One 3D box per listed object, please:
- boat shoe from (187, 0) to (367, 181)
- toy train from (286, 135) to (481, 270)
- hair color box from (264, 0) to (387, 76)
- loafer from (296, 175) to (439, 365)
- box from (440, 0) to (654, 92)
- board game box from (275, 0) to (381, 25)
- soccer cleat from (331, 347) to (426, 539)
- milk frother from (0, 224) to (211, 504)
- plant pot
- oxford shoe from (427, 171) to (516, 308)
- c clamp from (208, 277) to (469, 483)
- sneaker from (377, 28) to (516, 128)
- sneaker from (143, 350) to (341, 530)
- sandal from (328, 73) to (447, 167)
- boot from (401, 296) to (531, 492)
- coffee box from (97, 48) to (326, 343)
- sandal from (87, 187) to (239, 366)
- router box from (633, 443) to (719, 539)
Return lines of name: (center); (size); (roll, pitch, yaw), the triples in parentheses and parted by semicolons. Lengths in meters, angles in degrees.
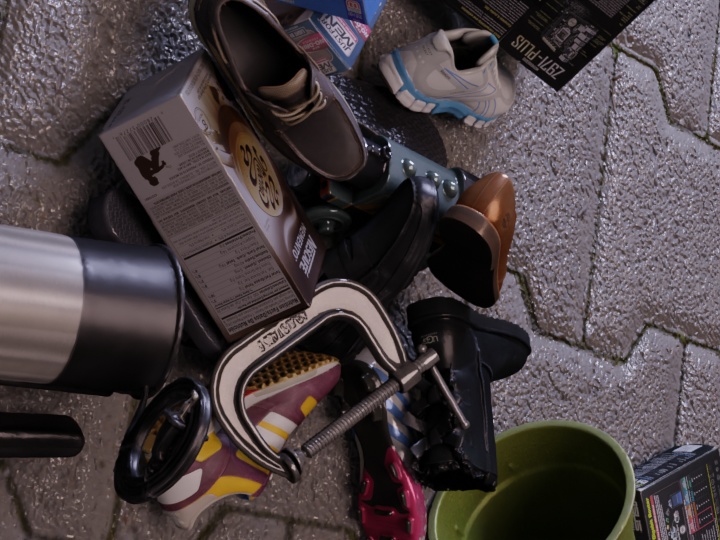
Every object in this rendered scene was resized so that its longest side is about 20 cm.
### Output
boat shoe: (-0.065, -0.143, 1.233); (0.074, 0.073, 0.200); (-40, 112, 5)
toy train: (0.031, -0.063, 1.379); (0.200, 0.114, 0.086); (25, 55, -40)
hair color box: (-0.026, -0.246, 1.339); (0.061, 0.100, 0.200); (49, 48, -29)
loafer: (0.000, 0.000, 1.319); (0.070, 0.201, 0.068); (19, 33, -23)
box: (0.166, -0.294, 1.451); (0.200, 0.164, 0.086); (35, 37, -15)
board game box: (-0.054, -0.290, 1.275); (0.152, 0.199, 0.045); (-63, 157, -27)
soccer cleat: (0.033, 0.163, 1.403); (0.086, 0.070, 0.201); (-25, 107, -52)
milk frother: (-0.215, 0.059, 1.078); (0.188, 0.200, 0.181); (8, 90, -31)
plant pot: (0.191, 0.279, 1.476); (0.200, 0.200, 0.190); (-54, 132, -31)
oxford shoe: (0.105, -0.023, 1.333); (0.071, 0.200, 0.071); (33, 71, 8)
c clamp: (-0.019, 0.100, 1.267); (0.200, 0.027, 0.171); (-29, 99, -24)
sneaker: (0.106, -0.187, 1.461); (0.200, 0.087, 0.075); (-5, 65, -57)
sneaker: (-0.092, 0.137, 1.293); (0.200, 0.075, 0.090); (-27, 111, -34)
sandal: (-0.008, -0.137, 1.406); (0.199, 0.045, 0.075); (22, 47, -26)
boot: (0.103, 0.122, 1.426); (0.198, 0.073, 0.163); (26, 54, -56)
coffee box: (-0.113, -0.059, 1.242); (0.200, 0.080, 0.113); (59, 17, -21)
sandal: (-0.154, 0.013, 1.257); (0.200, 0.043, 0.076); (51, 28, -27)
router box: (0.336, 0.304, 1.676); (0.150, 0.062, 0.201); (-18, 99, -43)
